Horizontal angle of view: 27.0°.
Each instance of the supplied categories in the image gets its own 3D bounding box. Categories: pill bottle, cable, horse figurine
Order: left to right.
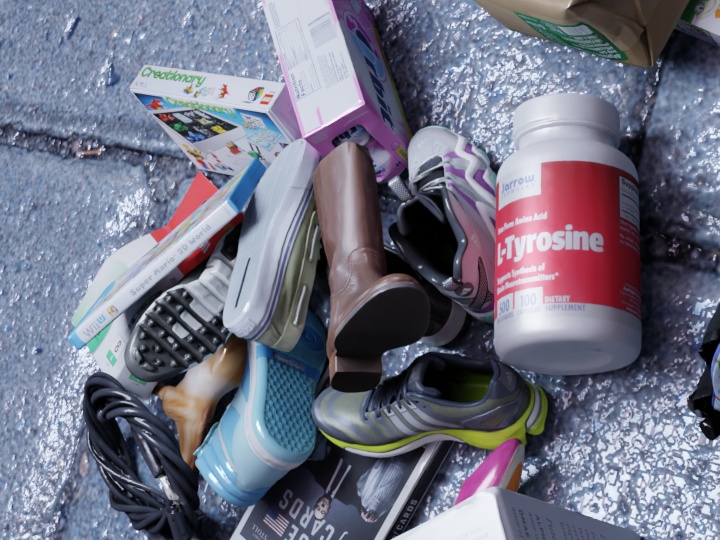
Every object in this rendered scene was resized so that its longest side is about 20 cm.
[{"bbox_3d":[-0.212,0.170,1.375,0.051,0.164,0.200,-32,34,-23],"label":"cable"},{"bbox_3d":[-0.141,0.087,1.407,0.200,0.050,0.133,-49,42,18],"label":"horse figurine"},{"bbox_3d":[0.160,-0.029,1.159,0.112,0.112,0.202,-12,66,36],"label":"pill bottle"}]

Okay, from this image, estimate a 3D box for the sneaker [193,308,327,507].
[{"bbox_3d":[-0.095,0.119,1.322,0.131,0.079,0.201,-48,21,33],"label":"sneaker"}]

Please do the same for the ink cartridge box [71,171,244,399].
[{"bbox_3d":[-0.199,0.004,1.461,0.201,0.050,0.161,-61,31,8],"label":"ink cartridge box"}]

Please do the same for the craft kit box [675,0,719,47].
[{"bbox_3d":[0.349,-0.247,1.133,0.197,0.048,0.201,35,97,39],"label":"craft kit box"}]

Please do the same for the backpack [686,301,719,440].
[{"bbox_3d":[0.299,0.029,0.970,0.153,0.190,0.201,22,88,26],"label":"backpack"}]

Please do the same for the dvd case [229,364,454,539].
[{"bbox_3d":[-0.018,0.188,1.283,0.150,0.025,0.201,33,95,42],"label":"dvd case"}]

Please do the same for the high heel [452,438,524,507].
[{"bbox_3d":[0.052,0.201,1.185,0.096,0.067,0.201,34,109,22],"label":"high heel"}]

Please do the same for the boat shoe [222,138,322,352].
[{"bbox_3d":[-0.065,-0.021,1.290,0.072,0.062,0.201,-23,43,48],"label":"boat shoe"}]

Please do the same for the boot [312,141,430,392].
[{"bbox_3d":[0.003,-0.029,1.159,0.187,0.064,0.201,124,147,-60],"label":"boot"}]

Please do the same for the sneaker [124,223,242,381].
[{"bbox_3d":[-0.144,0.041,1.305,0.091,0.066,0.200,-45,4,46],"label":"sneaker"}]

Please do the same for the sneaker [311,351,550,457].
[{"bbox_3d":[0.047,0.098,1.199,0.199,0.081,0.074,-8,52,25],"label":"sneaker"}]

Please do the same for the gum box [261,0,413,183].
[{"bbox_3d":[-0.019,-0.178,1.356,0.066,0.113,0.201,-27,57,17],"label":"gum box"}]

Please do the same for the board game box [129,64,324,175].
[{"bbox_3d":[-0.114,-0.133,1.415,0.199,0.126,0.035,14,64,41],"label":"board game box"}]

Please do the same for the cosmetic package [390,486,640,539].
[{"bbox_3d":[0.102,0.269,1.034,0.164,0.199,0.166,-30,57,27],"label":"cosmetic package"}]

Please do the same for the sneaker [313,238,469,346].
[{"bbox_3d":[0.000,0.000,1.295,0.199,0.090,0.067,28,91,42],"label":"sneaker"}]

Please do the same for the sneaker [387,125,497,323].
[{"bbox_3d":[0.060,-0.059,1.232,0.078,0.140,0.201,-40,53,21],"label":"sneaker"}]

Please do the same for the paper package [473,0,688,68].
[{"bbox_3d":[0.188,-0.278,1.207,0.192,0.103,0.200,-63,32,3],"label":"paper package"}]

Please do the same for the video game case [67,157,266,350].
[{"bbox_3d":[-0.172,-0.018,1.356,0.200,0.018,0.143,-40,11,17],"label":"video game case"}]
